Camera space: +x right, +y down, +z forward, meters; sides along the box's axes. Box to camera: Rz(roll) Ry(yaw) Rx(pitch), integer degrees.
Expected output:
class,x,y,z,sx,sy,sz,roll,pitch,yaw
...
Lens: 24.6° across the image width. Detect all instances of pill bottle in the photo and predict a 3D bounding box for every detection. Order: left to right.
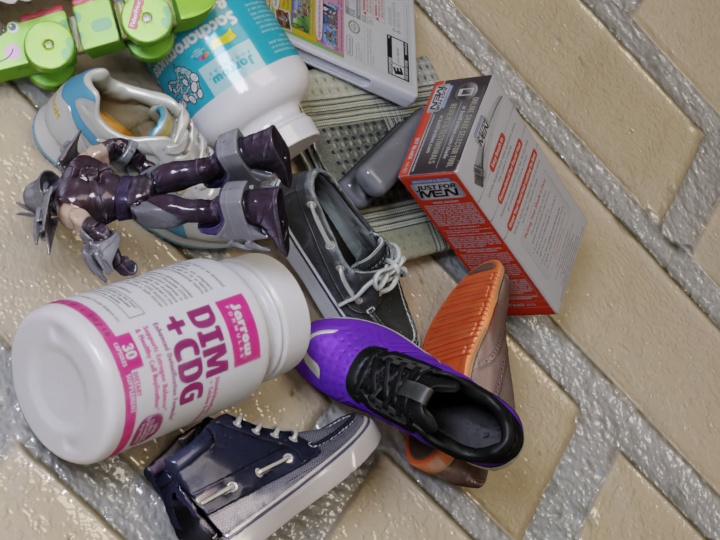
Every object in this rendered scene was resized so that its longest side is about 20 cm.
class,x,y,z,sx,sy,sz,roll,pitch,yaw
pill bottle,-0.137,0.055,1.181,0.200,0.113,0.113,-20,79,-45
pill bottle,-0.114,-0.176,1.340,0.111,0.111,0.200,-29,85,-45

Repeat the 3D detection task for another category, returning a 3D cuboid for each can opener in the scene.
class,x,y,z,sx,sy,sz,roll,pitch,yaw
can opener,0.057,-0.104,1.441,0.067,0.053,0.200,50,45,-7

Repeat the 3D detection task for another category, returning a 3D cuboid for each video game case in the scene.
class,x,y,z,sx,sy,sz,roll,pitch,yaw
video game case,-0.031,-0.254,1.495,0.182,0.022,0.200,21,46,-24

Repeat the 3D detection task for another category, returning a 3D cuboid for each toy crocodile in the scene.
class,x,y,z,sx,sy,sz,roll,pitch,yaw
toy crocodile,-0.203,-0.183,1.250,0.200,0.068,0.062,-17,85,-6

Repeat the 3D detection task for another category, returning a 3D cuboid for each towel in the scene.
class,x,y,z,sx,sy,sz,roll,pitch,yaw
towel,0.024,-0.097,1.472,0.200,0.035,0.193,-13,77,-45

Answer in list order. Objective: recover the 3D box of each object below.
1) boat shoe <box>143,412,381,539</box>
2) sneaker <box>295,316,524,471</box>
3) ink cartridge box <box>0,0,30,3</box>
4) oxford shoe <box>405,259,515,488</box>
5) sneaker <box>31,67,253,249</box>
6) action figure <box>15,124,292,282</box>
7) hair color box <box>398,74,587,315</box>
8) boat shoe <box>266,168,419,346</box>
class,x,y,z,sx,sy,sz,roll,pitch,yaw
boat shoe,-0.069,0.134,1.218,0.200,0.075,0.093,-35,95,-46
sneaker,0.038,0.089,1.269,0.200,0.100,0.070,25,88,5
ink cartridge box,-0.251,-0.289,1.264,0.147,0.083,0.200,17,37,26
oxford shoe,0.095,0.087,1.387,0.073,0.071,0.200,32,63,-29
sneaker,-0.150,-0.083,1.278,0.200,0.081,0.077,28,48,-26
action figure,-0.151,-0.050,1.173,0.200,0.069,0.130,-2,53,9
hair color box,0.119,-0.062,1.439,0.200,0.064,0.111,52,48,-40
boat shoe,0.001,-0.002,1.338,0.199,0.068,0.074,57,40,-20
